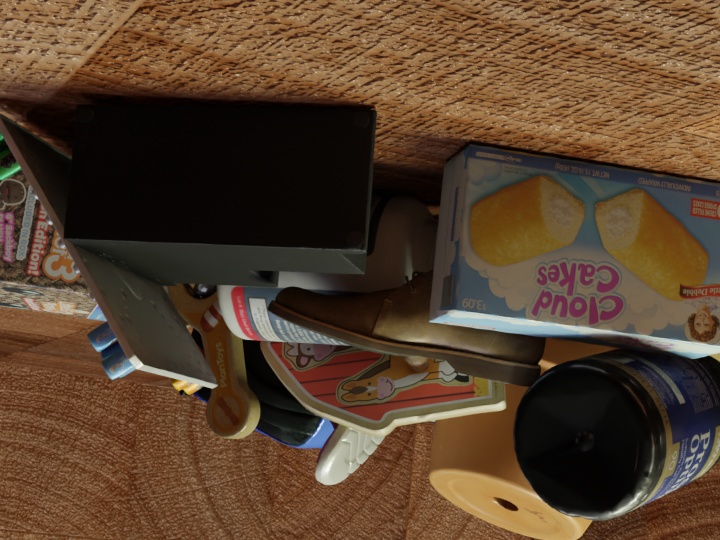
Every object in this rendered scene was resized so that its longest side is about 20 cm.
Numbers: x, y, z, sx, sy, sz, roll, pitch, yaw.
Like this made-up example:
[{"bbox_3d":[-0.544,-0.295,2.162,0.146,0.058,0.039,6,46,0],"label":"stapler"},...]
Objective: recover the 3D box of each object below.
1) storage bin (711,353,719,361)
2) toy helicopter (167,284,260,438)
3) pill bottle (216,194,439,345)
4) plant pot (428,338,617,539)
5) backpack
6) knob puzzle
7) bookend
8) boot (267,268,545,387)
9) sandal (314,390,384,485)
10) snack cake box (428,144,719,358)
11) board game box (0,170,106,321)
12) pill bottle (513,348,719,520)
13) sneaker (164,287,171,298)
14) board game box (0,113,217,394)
[{"bbox_3d":[0.309,0.036,1.217,0.198,0.094,0.200,9,169,-16],"label":"storage bin"},{"bbox_3d":[-0.130,0.049,1.244,0.132,0.200,0.079,-18,161,24],"label":"toy helicopter"},{"bbox_3d":[0.000,0.000,1.122,0.200,0.120,0.120,3,170,19],"label":"pill bottle"},{"bbox_3d":[0.144,0.137,1.223,0.200,0.140,0.200,21,158,9],"label":"plant pot"},{"bbox_3d":[-0.042,0.069,1.327,0.168,0.163,0.200,3,-166,-40],"label":"backpack"},{"bbox_3d":[0.013,0.045,1.180,0.219,0.220,0.030,2,143,19],"label":"knob puzzle"},{"bbox_3d":[-0.073,-0.044,0.999,0.200,0.092,0.199,2,171,12],"label":"bookend"},{"bbox_3d":[0.035,0.027,1.033,0.200,0.076,0.074,11,-177,-1],"label":"boot"},{"bbox_3d":[0.011,0.093,1.213,0.050,0.203,0.082,25,152,23],"label":"sandal"},{"bbox_3d":[0.154,-0.010,0.989,0.200,0.115,0.067,8,170,-12],"label":"snack cake box"},{"bbox_3d":[-0.297,-0.026,1.212,0.200,0.097,0.159,9,170,-14],"label":"board game box"},{"bbox_3d":[0.204,0.110,1.056,0.112,0.112,0.200,-1,-177,35],"label":"pill bottle"},{"bbox_3d":[-0.221,0.005,1.358,0.200,0.092,0.076,-3,166,42],"label":"sneaker"},{"bbox_3d":[-0.185,-0.002,1.038,0.026,0.200,0.200,-33,168,4],"label":"board game box"}]
